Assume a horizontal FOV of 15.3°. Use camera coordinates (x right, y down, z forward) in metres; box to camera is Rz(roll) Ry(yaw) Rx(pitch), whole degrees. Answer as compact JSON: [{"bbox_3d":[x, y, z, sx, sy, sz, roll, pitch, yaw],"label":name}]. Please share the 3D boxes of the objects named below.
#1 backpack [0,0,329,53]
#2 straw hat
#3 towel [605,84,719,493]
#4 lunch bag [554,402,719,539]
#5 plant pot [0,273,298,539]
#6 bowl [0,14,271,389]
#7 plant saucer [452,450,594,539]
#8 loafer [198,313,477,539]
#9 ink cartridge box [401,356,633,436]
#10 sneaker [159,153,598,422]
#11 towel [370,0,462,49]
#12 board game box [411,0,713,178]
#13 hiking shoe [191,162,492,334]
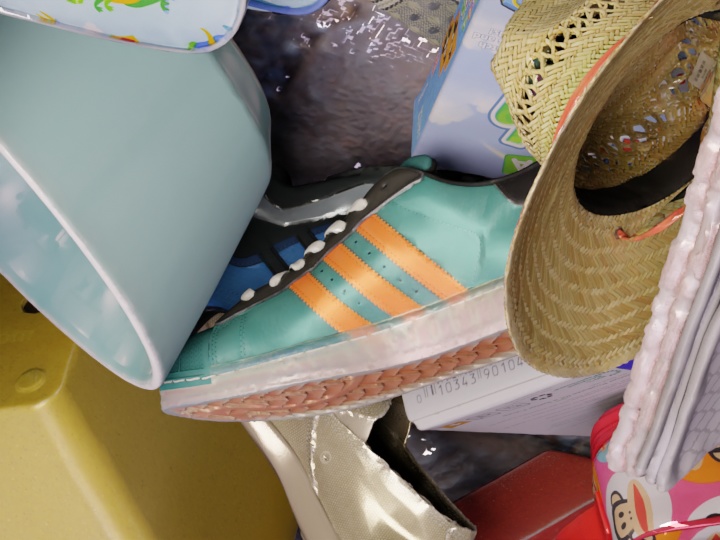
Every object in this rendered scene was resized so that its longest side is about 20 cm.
[{"bbox_3d":[-0.096,-0.177,0.876,0.198,0.147,0.184,13,132,13],"label":"backpack"},{"bbox_3d":[0.094,-0.064,0.932,0.085,0.200,0.202,41,151,30],"label":"straw hat"},{"bbox_3d":[0.181,-0.025,0.975,0.032,0.190,0.201,41,139,29],"label":"towel"},{"bbox_3d":[0.174,0.108,1.206,0.175,0.083,0.200,-15,157,3],"label":"lunch bag"},{"bbox_3d":[-0.151,0.085,1.198,0.198,0.201,0.177,-8,129,17],"label":"plant pot"},{"bbox_3d":[-0.109,-0.062,1.027,0.201,0.105,0.201,44,166,13],"label":"bowl"},{"bbox_3d":[0.011,0.159,1.291,0.199,0.037,0.200,-25,168,-35],"label":"plant saucer"},{"bbox_3d":[-0.012,0.061,1.169,0.068,0.201,0.076,-33,167,11],"label":"loafer"},{"bbox_3d":[0.150,0.028,1.165,0.197,0.044,0.199,-23,162,32],"label":"ink cartridge box"},{"bbox_3d":[0.011,0.003,1.048,0.199,0.081,0.071,-17,165,10],"label":"sneaker"},{"bbox_3d":[0.059,-0.158,0.990,0.199,0.035,0.192,33,137,-32],"label":"towel"},{"bbox_3d":[0.115,-0.095,1.007,0.150,0.037,0.200,10,147,-9],"label":"board game box"},{"bbox_3d":[0.000,0.000,1.118,0.198,0.088,0.074,3,180,14],"label":"hiking shoe"}]
